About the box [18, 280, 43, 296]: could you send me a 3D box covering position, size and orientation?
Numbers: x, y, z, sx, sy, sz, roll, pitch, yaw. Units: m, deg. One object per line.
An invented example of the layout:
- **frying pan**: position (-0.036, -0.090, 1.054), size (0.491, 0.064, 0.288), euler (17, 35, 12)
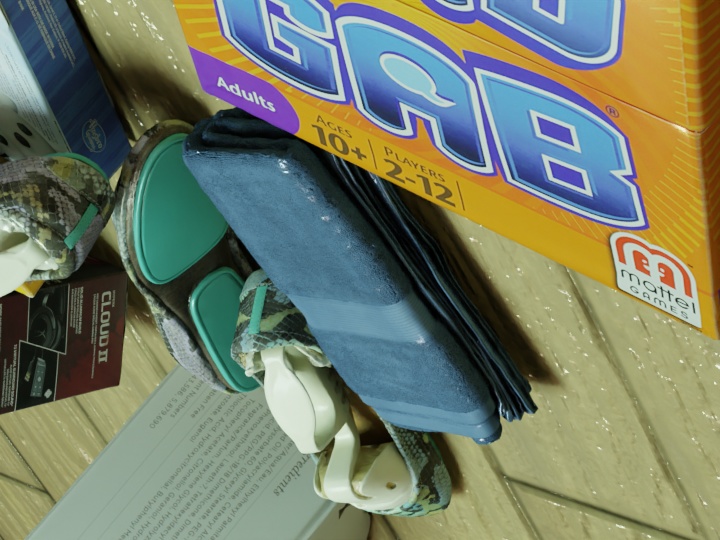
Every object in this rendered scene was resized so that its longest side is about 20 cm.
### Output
- **box**: position (-0.255, -0.069, 1.491), size (0.119, 0.042, 0.200), euler (21, 158, 39)

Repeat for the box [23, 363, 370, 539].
- **box**: position (-0.102, 0.188, 1.642), size (0.131, 0.200, 0.199), euler (33, 155, 16)

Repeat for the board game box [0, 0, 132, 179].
- **board game box**: position (-0.229, -0.146, 1.439), size (0.199, 0.043, 0.200), euler (24, 152, 31)

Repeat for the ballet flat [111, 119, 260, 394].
- **ballet flat**: position (-0.099, -0.012, 1.456), size (0.072, 0.072, 0.201), euler (23, 150, 33)

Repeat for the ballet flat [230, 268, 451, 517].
- **ballet flat**: position (-0.014, 0.083, 1.483), size (0.074, 0.074, 0.200), euler (11, 145, 47)

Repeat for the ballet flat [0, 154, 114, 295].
- **ballet flat**: position (-0.213, -0.010, 1.398), size (0.200, 0.072, 0.072), euler (-12, 127, 35)

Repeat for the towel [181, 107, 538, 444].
- **towel**: position (0.000, 0.000, 1.355), size (0.112, 0.049, 0.200), euler (7, 141, 51)

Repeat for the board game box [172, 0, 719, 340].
- **board game box**: position (0.068, -0.145, 0.812), size (0.199, 0.200, 0.200), euler (27, 153, 27)

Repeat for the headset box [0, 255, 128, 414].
- **headset box**: position (-0.243, 0.027, 1.605), size (0.149, 0.200, 0.077), euler (20, 111, 38)
